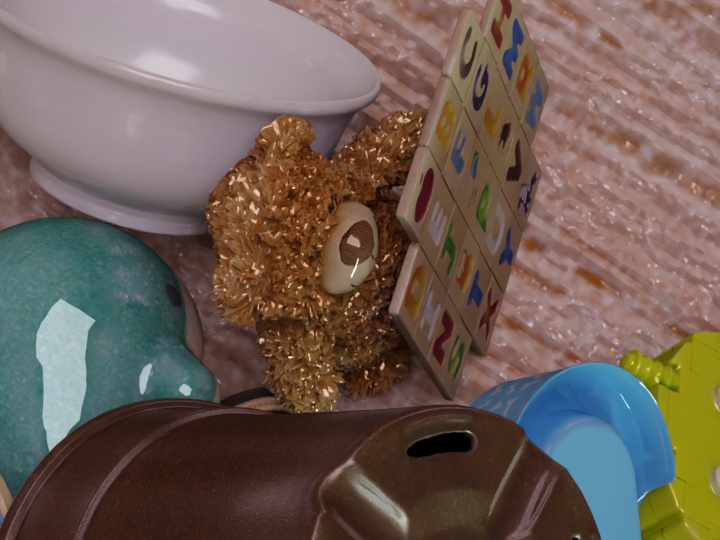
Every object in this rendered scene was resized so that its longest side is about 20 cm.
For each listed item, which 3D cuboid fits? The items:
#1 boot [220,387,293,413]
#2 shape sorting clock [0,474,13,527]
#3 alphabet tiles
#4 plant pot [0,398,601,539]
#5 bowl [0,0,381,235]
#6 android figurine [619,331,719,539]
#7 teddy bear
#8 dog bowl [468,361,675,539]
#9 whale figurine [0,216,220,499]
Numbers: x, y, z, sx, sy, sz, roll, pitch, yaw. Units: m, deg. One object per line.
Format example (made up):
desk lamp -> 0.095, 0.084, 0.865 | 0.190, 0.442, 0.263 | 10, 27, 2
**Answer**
boot -> -0.073, 0.158, 1.230 | 0.200, 0.138, 0.077 | -48, 130, -6
shape sorting clock -> -0.210, 0.148, 1.204 | 0.039, 0.200, 0.201 | -3, 72, -52
alphabet tiles -> 0.053, -0.036, 1.268 | 0.006, 0.200, 0.167 | 14, 74, 17
plant pot -> -0.017, 0.140, 1.097 | 0.200, 0.198, 0.201 | 7, 77, -36
bowl -> -0.097, -0.076, 1.281 | 0.200, 0.201, 0.091 | 16, 108, -3
android figurine -> 0.195, 0.103, 1.283 | 0.200, 0.041, 0.182 | 30, 49, -24
teddy bear -> 0.000, 0.000, 1.254 | 0.145, 0.200, 0.067 | -44, 62, -14
dog bowl -> 0.087, 0.138, 1.193 | 0.111, 0.049, 0.201 | -14, 102, -42
whale figurine -> -0.141, 0.067, 1.223 | 0.159, 0.104, 0.201 | -15, 56, 23
